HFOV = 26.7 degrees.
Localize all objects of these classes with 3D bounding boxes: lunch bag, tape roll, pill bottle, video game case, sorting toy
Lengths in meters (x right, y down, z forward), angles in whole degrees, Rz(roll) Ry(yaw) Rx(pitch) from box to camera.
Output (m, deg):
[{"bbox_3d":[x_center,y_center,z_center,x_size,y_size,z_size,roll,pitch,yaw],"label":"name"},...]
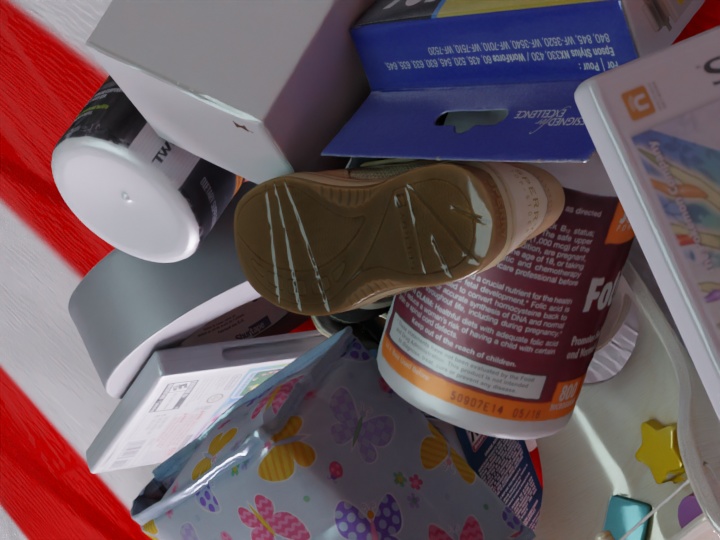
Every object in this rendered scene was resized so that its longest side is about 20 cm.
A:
[{"bbox_3d":[-0.028,0.151,0.887,0.170,0.127,0.200,47,136,-5],"label":"lunch bag"},{"bbox_3d":[-0.100,0.013,1.060,0.067,0.199,0.200,60,147,13],"label":"tape roll"},{"bbox_3d":[-0.100,-0.111,0.956,0.105,0.201,0.107,21,146,15],"label":"pill bottle"},{"bbox_3d":[-0.091,0.094,1.110,0.200,0.180,0.024,-49,54,55],"label":"video game case"},{"bbox_3d":[0.151,0.097,0.831,0.200,0.106,0.181,-57,47,51],"label":"sorting toy"},{"bbox_3d":[0.087,-0.024,0.801,0.114,0.113,0.202,35,117,42],"label":"pill bottle"},{"bbox_3d":[0.203,-0.014,0.603,0.202,0.181,0.022,66,164,5],"label":"video game case"}]

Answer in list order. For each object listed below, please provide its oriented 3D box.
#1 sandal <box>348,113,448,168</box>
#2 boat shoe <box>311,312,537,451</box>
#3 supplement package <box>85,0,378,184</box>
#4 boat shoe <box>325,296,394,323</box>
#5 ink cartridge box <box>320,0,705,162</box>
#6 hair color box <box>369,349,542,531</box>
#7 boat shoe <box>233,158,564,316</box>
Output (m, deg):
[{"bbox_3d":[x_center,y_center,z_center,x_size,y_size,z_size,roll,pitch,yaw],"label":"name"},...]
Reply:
[{"bbox_3d":[0.041,-0.096,0.828,0.043,0.202,0.076,25,177,10],"label":"sandal"},{"bbox_3d":[0.042,0.062,0.994,0.200,0.068,0.075,36,135,42],"label":"boat shoe"},{"bbox_3d":[-0.034,-0.157,0.818,0.117,0.201,0.117,26,168,20],"label":"supplement package"},{"bbox_3d":[0.000,0.000,0.921,0.072,0.200,0.068,35,107,-2],"label":"boat shoe"},{"bbox_3d":[0.084,-0.135,0.706,0.197,0.200,0.047,6,139,54],"label":"ink cartridge box"},{"bbox_3d":[0.061,0.149,0.955,0.099,0.061,0.201,2,126,38],"label":"hair color box"},{"bbox_3d":[0.013,-0.019,0.754,0.199,0.064,0.072,-2,100,48],"label":"boat shoe"}]
